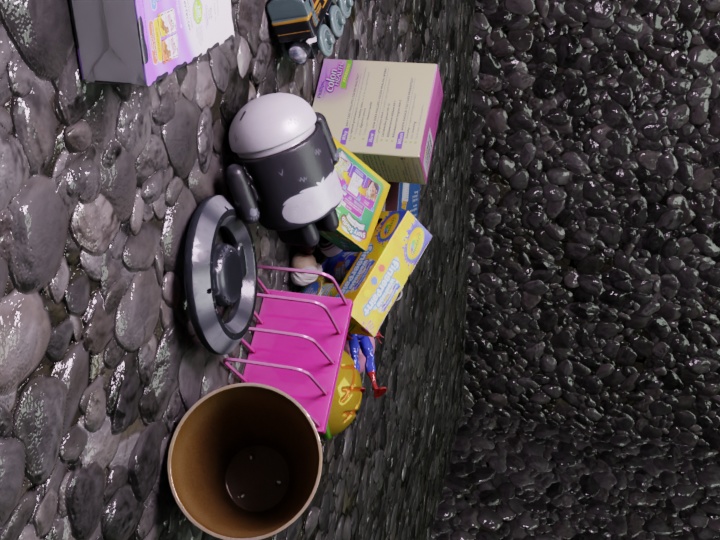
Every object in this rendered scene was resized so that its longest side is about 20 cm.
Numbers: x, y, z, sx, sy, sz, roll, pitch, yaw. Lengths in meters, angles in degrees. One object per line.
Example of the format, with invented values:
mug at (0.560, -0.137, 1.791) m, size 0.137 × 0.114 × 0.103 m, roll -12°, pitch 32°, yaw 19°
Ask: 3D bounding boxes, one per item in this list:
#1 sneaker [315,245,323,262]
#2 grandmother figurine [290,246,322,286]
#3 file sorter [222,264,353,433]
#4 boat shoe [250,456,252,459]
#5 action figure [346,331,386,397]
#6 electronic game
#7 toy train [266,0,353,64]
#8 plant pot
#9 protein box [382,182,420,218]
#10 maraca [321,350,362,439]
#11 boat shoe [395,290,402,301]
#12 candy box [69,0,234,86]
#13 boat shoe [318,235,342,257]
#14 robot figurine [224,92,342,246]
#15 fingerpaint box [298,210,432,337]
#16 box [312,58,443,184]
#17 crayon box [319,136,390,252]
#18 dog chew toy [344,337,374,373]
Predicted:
sneaker at (-0.049, 0.022, 1.578) m, size 0.200 × 0.066 × 0.091 m, roll 72°, pitch 35°, yaw -58°
grandmother figurine at (-0.085, -0.074, 1.403) m, size 0.121 × 0.060 × 0.202 m, roll -54°, pitch 151°, yaw -74°
file sorter at (-0.108, 0.106, 1.224) m, size 0.126 × 0.138 × 0.201 m, roll 63°, pitch 36°, yaw -63°
boat shoe at (-0.135, 0.201, 1.294) m, size 0.064 × 0.071 × 0.202 m, roll 29°, pitch 68°, yaw -73°
action figure at (-0.002, 0.113, 1.467) m, size 0.052 × 0.065 × 0.201 m, roll 120°, pitch -38°, yaw -50°
electronic game at (-0.176, 0.005, 1.102) m, size 0.200 × 0.041 × 0.202 m, roll -2°, pitch 90°, yaw -77°
toy train at (-0.072, -0.390, 1.271) m, size 0.114 × 0.085 × 0.201 m, roll 69°, pitch 29°, yaw -42°
plant pot at (-0.141, 0.262, 1.135) m, size 0.200 × 0.185 × 0.188 m, roll 95°, pitch 7°, yaw -69°
protein box at (0.032, -0.165, 1.656) m, size 0.198 × 0.134 × 0.202 m, roll -29°, pitch 124°, yaw -73°
maraca at (-0.052, 0.166, 1.358) m, size 0.137 × 0.106 × 0.202 m, roll -86°, pitch 173°, yaw -67°
boat shoe at (0.040, 0.039, 1.640) m, size 0.062 × 0.074 × 0.201 m, roll 68°, pitch 43°, yaw -73°
candy box at (-0.196, -0.286, 0.835) m, size 0.200 × 0.071 × 0.169 m, roll -58°, pitch 151°, yaw -58°
boat shoe at (-0.049, -0.114, 1.483) m, size 0.066 × 0.070 × 0.201 m, roll 44°, pitch 40°, yaw -35°
robot figurine at (-0.097, -0.132, 1.147) m, size 0.151 × 0.124 × 0.201 m, roll -83°, pitch 156°, yaw -62°
fingerpaint box at (0.000, 0.000, 1.432) m, size 0.073 × 0.166 × 0.201 m, roll 43°, pitch 69°, yaw -30°
box at (0.024, -0.249, 1.456) m, size 0.097 × 0.198 × 0.177 m, roll 64°, pitch 35°, yaw -65°
crayon box at (-0.048, -0.124, 1.317) m, size 0.200 × 0.058 × 0.120 m, roll 35°, pitch 69°, yaw -43°
dog chew toy at (-0.055, 0.159, 1.510) m, size 0.200 × 0.124 × 0.125 m, roll -53°, pitch 148°, yaw -49°
